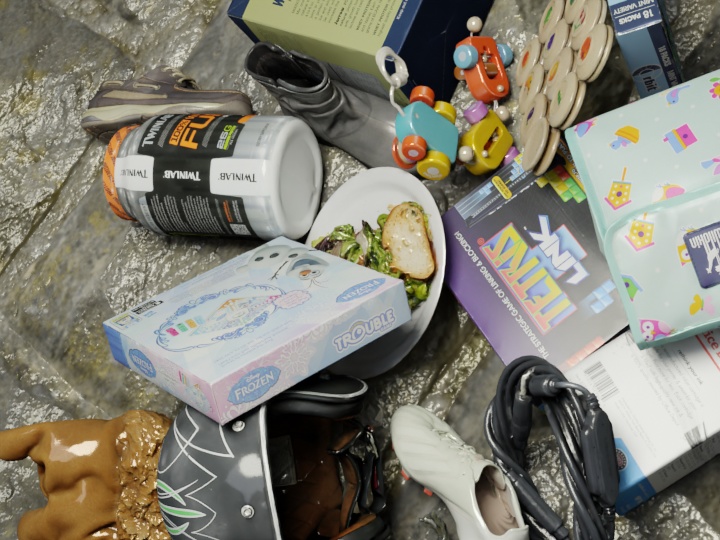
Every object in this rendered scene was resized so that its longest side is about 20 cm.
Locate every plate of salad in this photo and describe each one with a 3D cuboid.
[{"bbox_3d":[0.000,0.000,1.320,0.199,0.048,0.202,-14,70,44],"label":"plate of salad"}]

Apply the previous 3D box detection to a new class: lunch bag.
[{"bbox_3d":[0.274,-0.045,1.152,0.169,0.122,0.202,-19,57,13],"label":"lunch bag"}]

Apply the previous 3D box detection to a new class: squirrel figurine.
[{"bbox_3d":[-0.226,0.233,1.313,0.198,0.141,0.189,-14,72,20],"label":"squirrel figurine"}]

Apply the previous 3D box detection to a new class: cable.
[{"bbox_3d":[0.154,0.174,1.166,0.163,0.050,0.202,6,109,63],"label":"cable"}]

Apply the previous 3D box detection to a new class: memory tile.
[{"bbox_3d":[0.178,-0.190,1.272,0.017,0.154,0.201,18,36,-11],"label":"memory tile"}]

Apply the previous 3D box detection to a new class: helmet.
[{"bbox_3d":[-0.082,0.179,1.212,0.189,0.201,0.201,-12,57,-30],"label":"helmet"}]

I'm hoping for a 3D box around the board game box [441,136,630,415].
[{"bbox_3d":[0.169,-0.001,1.276,0.165,0.057,0.201,-38,61,5],"label":"board game box"}]

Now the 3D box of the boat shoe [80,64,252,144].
[{"bbox_3d":[-0.205,-0.180,1.492,0.198,0.074,0.074,0,71,22],"label":"boat shoe"}]

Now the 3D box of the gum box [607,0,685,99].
[{"bbox_3d":[0.243,-0.261,1.276,0.044,0.170,0.202,-17,66,15],"label":"gum box"}]

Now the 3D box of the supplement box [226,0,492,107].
[{"bbox_3d":[0.012,-0.285,1.404,0.198,0.134,0.202,19,79,27],"label":"supplement box"}]

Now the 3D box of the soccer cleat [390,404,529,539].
[{"bbox_3d":[0.089,0.177,1.213,0.201,0.069,0.078,56,140,41],"label":"soccer cleat"}]

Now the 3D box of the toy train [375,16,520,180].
[{"bbox_3d":[0.079,-0.154,1.327,0.055,0.199,0.152,-24,85,42],"label":"toy train"}]

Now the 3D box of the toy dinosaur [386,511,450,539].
[{"bbox_3d":[0.051,0.264,1.236,0.198,0.047,0.089,-20,68,11],"label":"toy dinosaur"}]

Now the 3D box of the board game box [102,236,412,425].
[{"bbox_3d":[-0.092,0.045,1.233,0.199,0.044,0.198,-27,26,-27],"label":"board game box"}]

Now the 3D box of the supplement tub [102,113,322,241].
[{"bbox_3d":[-0.147,-0.093,1.407,0.198,0.123,0.124,3,72,24],"label":"supplement tub"}]

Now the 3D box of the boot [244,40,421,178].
[{"bbox_3d":[-0.013,-0.154,1.367,0.198,0.132,0.070,15,76,27],"label":"boot"}]

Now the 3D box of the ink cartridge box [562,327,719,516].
[{"bbox_3d":[0.266,0.100,1.187,0.199,0.068,0.117,-33,62,6],"label":"ink cartridge box"}]
